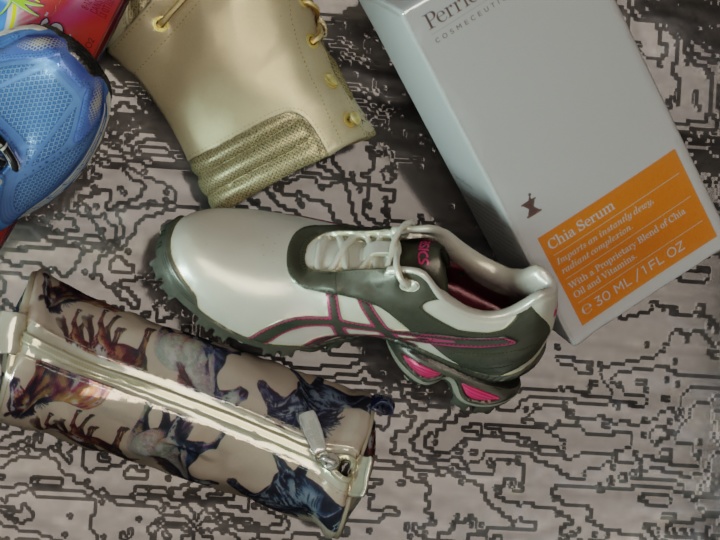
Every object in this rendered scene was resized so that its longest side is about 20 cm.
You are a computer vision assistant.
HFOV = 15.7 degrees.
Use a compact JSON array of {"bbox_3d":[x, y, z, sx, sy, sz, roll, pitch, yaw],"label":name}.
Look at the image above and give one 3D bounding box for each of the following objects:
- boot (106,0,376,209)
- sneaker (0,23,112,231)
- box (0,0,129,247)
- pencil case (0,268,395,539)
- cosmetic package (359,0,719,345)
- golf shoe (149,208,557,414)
[{"bbox_3d":[-0.029,-0.137,1.305,0.200,0.073,0.156,-34,92,-5],"label":"boot"},{"bbox_3d":[-0.190,-0.029,1.170,0.200,0.089,0.079,-41,104,18],"label":"sneaker"},{"bbox_3d":[-0.176,-0.107,1.239,0.099,0.096,0.201,27,111,-6],"label":"box"},{"bbox_3d":[-0.086,0.066,1.283,0.199,0.089,0.078,20,73,-6],"label":"pencil case"},{"bbox_3d":[0.092,-0.076,1.289,0.101,0.071,0.200,-33,114,-7],"label":"cosmetic package"},{"bbox_3d":[0.000,0.000,1.270,0.199,0.088,0.077,15,54,-10],"label":"golf shoe"}]
